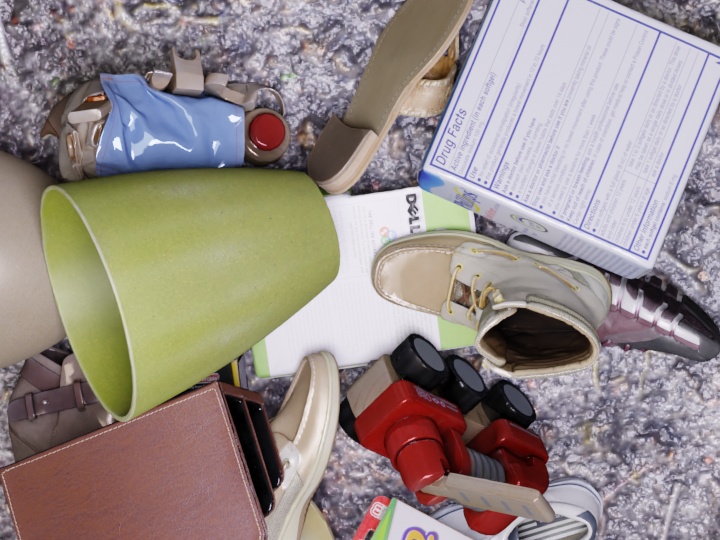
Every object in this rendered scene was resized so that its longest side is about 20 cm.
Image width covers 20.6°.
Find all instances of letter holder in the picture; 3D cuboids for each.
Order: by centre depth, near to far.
[{"bbox_3d":[-0.162,0.193,1.567,0.198,0.101,0.143,-22,75,12],"label":"letter holder"}]

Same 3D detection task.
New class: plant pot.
[{"bbox_3d":[-0.123,-0.004,1.543,0.198,0.187,0.189,-19,103,-22],"label":"plant pot"},{"bbox_3d":[-0.291,-0.008,1.651,0.133,0.200,0.203,3,105,-5],"label":"plant pot"}]

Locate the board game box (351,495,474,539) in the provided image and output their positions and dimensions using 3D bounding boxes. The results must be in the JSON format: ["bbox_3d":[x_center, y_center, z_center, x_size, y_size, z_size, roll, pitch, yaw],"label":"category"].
[{"bbox_3d":[0.076,0.270,1.659,0.199,0.030,0.096,25,76,19],"label":"board game box"}]

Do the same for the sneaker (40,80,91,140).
[{"bbox_3d":[-0.197,-0.063,1.691,0.075,0.070,0.201,-29,94,31],"label":"sneaker"}]

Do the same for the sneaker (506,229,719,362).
[{"bbox_3d":[0.197,0.051,1.660,0.199,0.076,0.116,29,112,11],"label":"sneaker"}]

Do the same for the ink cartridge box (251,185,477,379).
[{"bbox_3d":[0.000,0.000,1.667,0.198,0.076,0.150,-8,103,1],"label":"ink cartridge box"}]

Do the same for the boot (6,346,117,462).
[{"bbox_3d":[-0.212,0.142,1.671,0.198,0.070,0.148,8,94,17],"label":"boot"}]

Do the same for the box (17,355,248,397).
[{"bbox_3d":[-0.192,0.155,1.746,0.198,0.049,0.162,-4,105,8],"label":"box"}]

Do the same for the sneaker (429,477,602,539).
[{"bbox_3d":[0.113,0.234,1.710,0.198,0.071,0.074,-25,100,13],"label":"sneaker"}]

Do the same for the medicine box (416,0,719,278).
[{"bbox_3d":[0.169,-0.117,1.569,0.198,0.103,0.184,23,84,2],"label":"medicine box"}]

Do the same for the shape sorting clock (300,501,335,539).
[{"bbox_3d":[-0.114,0.249,1.717,0.198,0.039,0.202,5,110,14],"label":"shape sorting clock"}]

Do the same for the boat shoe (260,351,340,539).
[{"bbox_3d":[-0.069,0.159,1.627,0.064,0.072,0.202,15,101,-17],"label":"boat shoe"}]

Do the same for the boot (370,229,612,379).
[{"bbox_3d":[0.096,0.028,1.552,0.198,0.155,0.073,10,108,7],"label":"boot"}]

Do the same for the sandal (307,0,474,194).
[{"bbox_3d":[0.041,-0.145,1.634,0.069,0.077,0.213,36,89,-40],"label":"sandal"}]

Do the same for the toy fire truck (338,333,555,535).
[{"bbox_3d":[0.096,0.161,1.602,0.175,0.201,0.129,28,118,-38],"label":"toy fire truck"}]

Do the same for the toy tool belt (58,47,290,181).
[{"bbox_3d":[-0.143,-0.114,1.597,0.198,0.123,0.126,-1,84,-15],"label":"toy tool belt"}]
